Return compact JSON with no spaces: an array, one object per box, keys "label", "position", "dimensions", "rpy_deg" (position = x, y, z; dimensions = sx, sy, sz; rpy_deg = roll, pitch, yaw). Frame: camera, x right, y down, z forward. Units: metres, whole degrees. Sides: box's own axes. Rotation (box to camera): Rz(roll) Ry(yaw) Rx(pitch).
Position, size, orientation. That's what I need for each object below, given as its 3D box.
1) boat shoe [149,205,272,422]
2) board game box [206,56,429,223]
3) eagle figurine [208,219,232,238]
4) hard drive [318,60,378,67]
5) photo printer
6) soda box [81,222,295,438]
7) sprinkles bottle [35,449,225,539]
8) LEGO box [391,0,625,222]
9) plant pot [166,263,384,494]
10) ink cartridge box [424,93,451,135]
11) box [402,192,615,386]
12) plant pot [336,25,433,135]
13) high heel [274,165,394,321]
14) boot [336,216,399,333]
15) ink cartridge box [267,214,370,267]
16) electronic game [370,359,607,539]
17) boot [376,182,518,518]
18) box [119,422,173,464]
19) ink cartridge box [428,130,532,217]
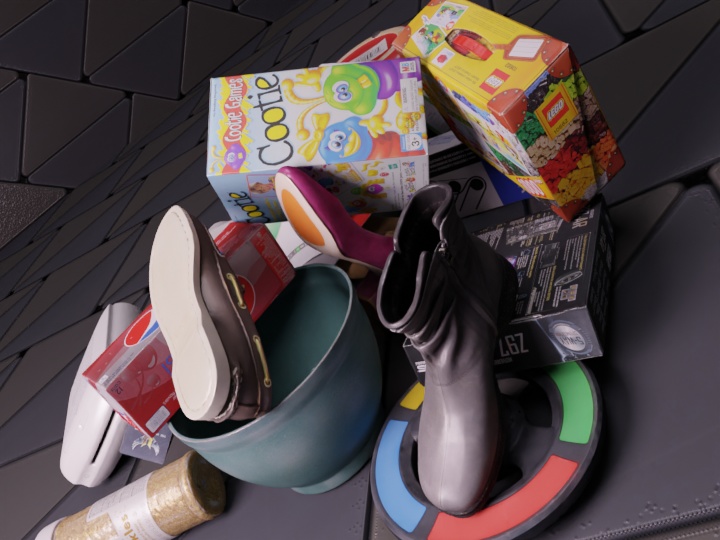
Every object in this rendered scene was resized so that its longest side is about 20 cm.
[{"label":"boat shoe","position":[-0.120,0.030,0.561],"dimensions":[0.072,0.059,0.202],"rpy_deg":[-51,45,26]},{"label":"board game box","position":[-0.035,-0.119,0.669],"dimensions":[0.194,0.105,0.106],"rpy_deg":[-5,68,4]},{"label":"eagle figurine","position":[-0.121,-0.098,1.023],"dimensions":[0.149,0.205,0.150],"rpy_deg":[23,12,19]},{"label":"hard drive","position":[-0.041,-0.158,0.855],"dimensions":[0.130,0.027,0.204],"rpy_deg":[12,74,43]},{"label":"photo printer","position":[-0.317,0.154,0.887],"dimensions":[0.170,0.068,0.200],"rpy_deg":[-64,25,11]},{"label":"soda box","position":[-0.149,0.046,0.638],"dimensions":[0.069,0.064,0.201],"rpy_deg":[5,48,52]},{"label":"sprinkles bottle","position":[-0.229,0.249,0.702],"dimensions":[0.197,0.069,0.069],"rpy_deg":[-29,28,13]},{"label":"LEGO box","position":[0.134,-0.158,0.661],"dimensions":[0.077,0.149,0.201],"rpy_deg":[-43,40,4]},{"label":"plant pot","position":[-0.057,0.114,0.643],"dimensions":[0.197,0.135,0.202],"rpy_deg":[-27,28,16]},{"label":"ink cartridge box","position":[0.146,-0.202,0.861],"dimensions":[0.105,0.197,0.059],"rpy_deg":[-59,5,-19]},{"label":"box","position":[0.139,0.012,0.630],"dimensions":[0.157,0.044,0.201],"rpy_deg":[-16,23,29]},{"label":"plant pot","position":[0.047,-0.217,0.984],"dimensions":[0.197,0.184,0.203],"rpy_deg":[-26,31,17]},{"label":"high heel","position":[0.001,-0.045,0.658],"dimensions":[0.067,0.201,0.097],"rpy_deg":[15,62,52]},{"label":"boot","position":[0.000,0.000,0.839],"dimensions":[0.197,0.067,0.176],"rpy_deg":[-2,40,51]},{"label":"ink cartridge box","position":[-0.068,-0.065,0.860],"dimensions":[0.202,0.049,0.162],"rpy_deg":[-53,39,22]},{"label":"electronic game","position":[0.093,0.128,0.550],"dimensions":[0.196,0.042,0.202],"rpy_deg":[-27,29,16]},{"label":"boot","position":[0.050,0.056,0.486],"dimensions":[0.068,0.131,0.206],"rpy_deg":[-6,66,33]},{"label":"box","position":[-0.204,0.099,0.784],"dimensions":[0.200,0.050,0.162],"rpy_deg":[-134,61,-80]},{"label":"ink cartridge box","position":[0.142,-0.121,0.819],"dimensions":[0.196,0.095,0.045],"rpy_deg":[-15,33,34]}]
